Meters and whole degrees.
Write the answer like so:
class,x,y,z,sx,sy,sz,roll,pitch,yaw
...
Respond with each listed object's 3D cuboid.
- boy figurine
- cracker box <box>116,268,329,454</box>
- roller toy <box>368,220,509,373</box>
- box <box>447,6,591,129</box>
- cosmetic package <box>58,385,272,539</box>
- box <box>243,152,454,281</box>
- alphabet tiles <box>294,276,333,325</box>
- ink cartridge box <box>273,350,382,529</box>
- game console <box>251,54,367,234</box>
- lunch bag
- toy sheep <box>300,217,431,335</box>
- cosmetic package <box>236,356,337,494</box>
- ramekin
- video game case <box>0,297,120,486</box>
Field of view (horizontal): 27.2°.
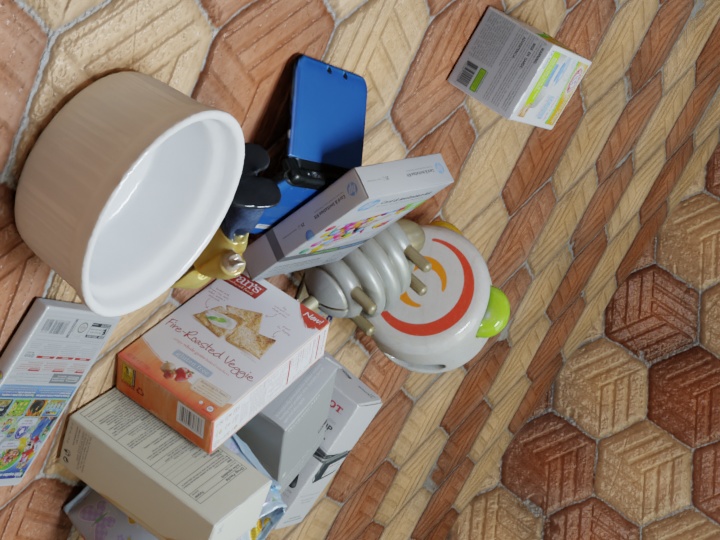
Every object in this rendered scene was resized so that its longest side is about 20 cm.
class,x,y,z,sx,sy,sz,roll,pitch,yaw
boy figurine,-0.143,-0.047,1.433,0.064,0.125,0.200,-5,156,-32
cracker box,-0.145,0.090,1.593,0.200,0.134,0.058,-40,152,-41
roller toy,0.091,0.040,2.026,0.182,0.200,0.140,-31,159,-1
box,0.211,-0.261,1.942,0.113,0.101,0.200,-60,161,12
cosmetic package,-0.204,0.209,1.546,0.105,0.200,0.071,-31,149,-50
box,-0.016,-0.059,1.632,0.200,0.041,0.156,-35,167,38
alphabet tiles,-0.078,0.065,1.920,0.200,0.008,0.168,-31,149,-53
ink cartridge box,-0.090,0.202,1.884,0.200,0.144,0.084,-56,161,12
game console,-0.075,-0.127,1.591,0.170,0.119,0.200,-28,169,19
lunch bag,-0.195,0.264,1.653,0.200,0.170,0.127,-45,162,6
toy sheep,0.000,0.000,1.813,0.200,0.138,0.138,-34,153,-27
cosmetic package,-0.094,0.169,1.722,0.107,0.090,0.200,-50,168,-26
ramekin,-0.198,-0.070,1.258,0.201,0.098,0.201,-48,160,-24
video game case,-0.315,0.119,1.406,0.200,0.018,0.143,-58,162,5
